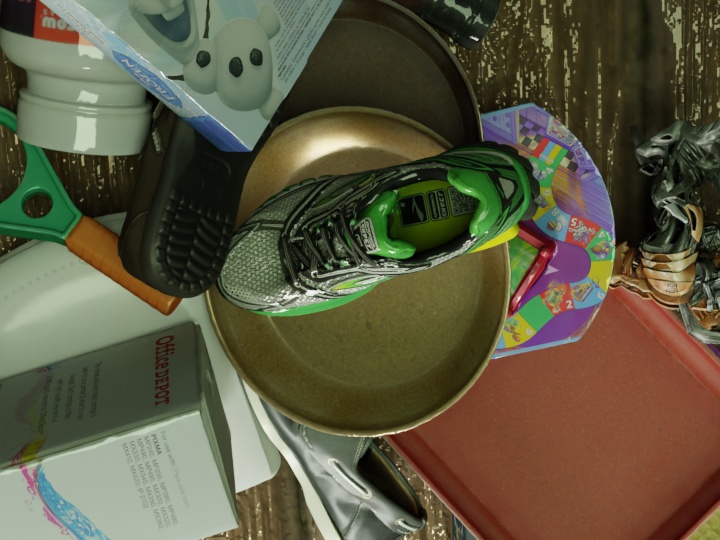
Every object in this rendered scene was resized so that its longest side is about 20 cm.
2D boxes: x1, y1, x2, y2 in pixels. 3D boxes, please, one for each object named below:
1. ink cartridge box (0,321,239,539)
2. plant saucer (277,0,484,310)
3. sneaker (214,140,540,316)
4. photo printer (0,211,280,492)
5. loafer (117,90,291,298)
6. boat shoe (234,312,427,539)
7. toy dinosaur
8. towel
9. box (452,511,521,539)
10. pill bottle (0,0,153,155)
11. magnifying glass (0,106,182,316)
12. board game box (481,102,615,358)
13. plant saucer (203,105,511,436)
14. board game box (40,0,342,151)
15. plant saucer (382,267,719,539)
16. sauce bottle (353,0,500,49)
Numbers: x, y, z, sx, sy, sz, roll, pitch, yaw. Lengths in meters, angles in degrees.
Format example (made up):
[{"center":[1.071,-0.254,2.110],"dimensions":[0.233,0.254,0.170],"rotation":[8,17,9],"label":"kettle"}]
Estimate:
[{"center":[-0.177,0.117,1.047],"dimensions":[0.199,0.146,0.083],"rotation":[-17,108,-1],"label":"ink cartridge box"},{"center":[-0.014,-0.076,1.118],"dimensions":[0.199,0.034,0.202],"rotation":[2,96,19],"label":"plant saucer"},{"center":[-0.001,-0.026,1.019],"dimensions":[0.199,0.085,0.079],"rotation":[-21,88,21],"label":"sneaker"},{"center":[-0.158,0.066,1.149],"dimensions":[0.165,0.069,0.201],"rotation":[-19,107,-4],"label":"photo printer"},{"center":[-0.103,-0.080,1.062],"dimensions":[0.073,0.071,0.201],"rotation":[36,64,-37],"label":"loafer"},{"center":[-0.021,0.100,1.173],"dimensions":[0.067,0.072,0.201],"rotation":[-20,113,21],"label":"boat shoe"},{"center":[0.212,-0.022,1.149],"dimensions":[0.199,0.102,0.137],"rotation":[8,80,-11],"label":"toy dinosaur"},{"center":[0.210,0.121,1.206],"dimensions":[0.144,0.023,0.200],"rotation":[-44,78,2],"label":"towel"},{"center":[0.166,0.232,1.257],"dimensions":[0.198,0.051,0.159],"rotation":[-4,105,-8],"label":"box"},{"center":[-0.159,-0.176,1.063],"dimensions":[0.111,0.111,0.201],"rotation":[4,104,-10],"label":"pill bottle"},{"center":[-0.193,-0.036,1.096],"dimensions":[0.199,0.022,0.080],"rotation":[33,75,8],"label":"magnifying glass"},{"center":[0.063,-0.014,1.141],"dimensions":[0.199,0.039,0.159],"rotation":[-12,97,16],"label":"board game box"},{"center":[0.000,0.000,1.086],"dimensions":[0.199,0.035,0.202],"rotation":[2,96,19],"label":"plant saucer"},{"center":[-0.090,-0.206,0.993],"dimensions":[0.199,0.043,0.201],"rotation":[40,71,-30],"label":"board game box"},{"center":[0.147,0.108,1.188],"dimensions":[0.200,0.037,0.200],"rotation":[-44,78,1],"label":"plant saucer"},{"center":[-0.005,-0.204,1.108],"dimensions":[0.199,0.066,0.066],"rotation":[28,99,-18],"label":"sauce bottle"}]
